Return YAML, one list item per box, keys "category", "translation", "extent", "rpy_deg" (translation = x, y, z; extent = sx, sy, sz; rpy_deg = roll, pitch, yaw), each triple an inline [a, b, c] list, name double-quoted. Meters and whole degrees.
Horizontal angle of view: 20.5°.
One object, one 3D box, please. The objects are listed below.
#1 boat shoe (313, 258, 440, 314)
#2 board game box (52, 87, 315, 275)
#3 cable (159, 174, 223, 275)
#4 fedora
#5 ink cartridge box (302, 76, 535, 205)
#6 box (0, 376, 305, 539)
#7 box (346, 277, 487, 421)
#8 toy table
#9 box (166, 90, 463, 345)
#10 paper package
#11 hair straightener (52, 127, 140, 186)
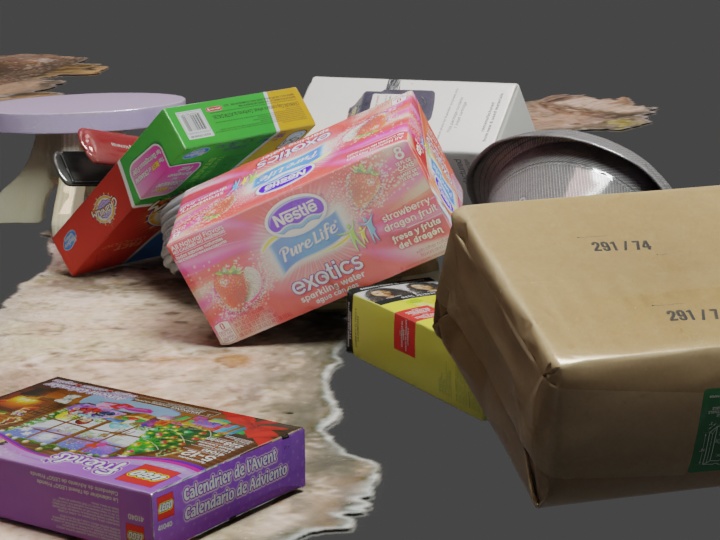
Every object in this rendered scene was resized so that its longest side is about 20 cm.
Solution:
- category: "boat shoe"
  translation: [-0.002, 0.000, 1.553]
  extent: [0.073, 0.064, 0.200]
  rpy_deg: [-9, 14, -29]
- category: "board game box"
  translation: [-0.150, -0.075, 1.691]
  extent: [0.152, 0.041, 0.200]
  rpy_deg: [-15, -21, -45]
- category: "cable"
  translation: [-0.071, -0.048, 1.634]
  extent: [0.198, 0.070, 0.200]
  rpy_deg: [-16, -4, 7]
- category: "fedora"
  translation: [0.148, -0.014, 1.488]
  extent: [0.199, 0.177, 0.091]
  rpy_deg: [-20, 29, 51]
- category: "ink cartridge box"
  translation: [0.053, -0.090, 1.737]
  extent: [0.198, 0.145, 0.085]
  rpy_deg: [5, 54, 27]
- category: "box"
  translation: [-0.150, 0.109, 1.156]
  extent: [0.199, 0.039, 0.136]
  rpy_deg: [8, 17, 34]
- category: "box"
  translation: [0.064, 0.051, 1.363]
  extent: [0.075, 0.051, 0.200]
  rpy_deg: [-7, 15, -24]
- category: "toy table"
  translation: [-0.264, -0.103, 1.907]
  extent: [0.198, 0.118, 0.184]
  rpy_deg: [2, 14, 17]
- category: "box"
  translation: [-0.032, -0.038, 1.473]
  extent: [0.199, 0.095, 0.103]
  rpy_deg: [-23, 23, 15]
- category: "paper package"
  translation: [0.168, 0.041, 1.188]
  extent: [0.198, 0.104, 0.191]
  rpy_deg: [-5, 33, -16]
- category: "hair straightener"
  translation: [-0.197, -0.087, 1.730]
  extent: [0.077, 0.041, 0.199]
  rpy_deg: [-37, -16, 28]
